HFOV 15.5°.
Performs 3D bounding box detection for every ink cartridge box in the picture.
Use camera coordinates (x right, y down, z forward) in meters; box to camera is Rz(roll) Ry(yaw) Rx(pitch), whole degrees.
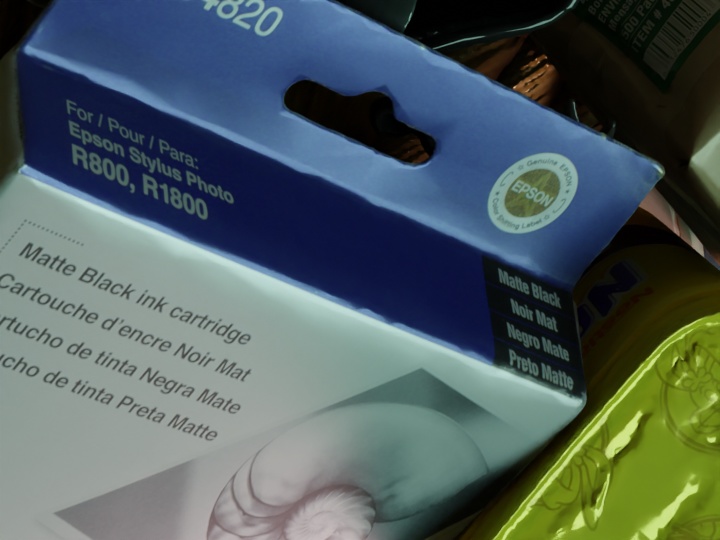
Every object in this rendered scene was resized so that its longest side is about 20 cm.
[{"bbox_3d":[-0.039,0.025,0.675,0.199,0.041,0.200,21,119,-39],"label":"ink cartridge box"}]

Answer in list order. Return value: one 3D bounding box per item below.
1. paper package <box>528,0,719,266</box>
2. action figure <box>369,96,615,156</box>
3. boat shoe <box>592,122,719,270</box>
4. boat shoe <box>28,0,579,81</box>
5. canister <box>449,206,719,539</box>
[{"bbox_3d":[0.182,-0.080,0.829,0.200,0.103,0.191,-44,133,2],"label":"paper package"},{"bbox_3d":[0.000,0.000,0.792,0.200,0.069,0.130,-29,155,-32],"label":"action figure"},{"bbox_3d":[0.116,-0.009,0.982,0.062,0.075,0.200,-43,152,-15],"label":"boat shoe"},{"bbox_3d":[-0.006,-0.079,0.674,0.199,0.066,0.075,-5,132,-58],"label":"boat shoe"},{"bbox_3d":[0.073,0.059,0.815,0.149,0.087,0.200,-51,-169,5],"label":"canister"}]
